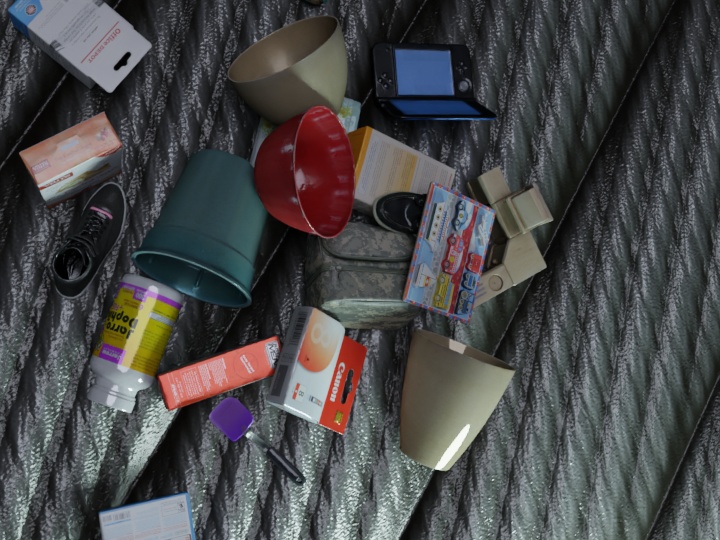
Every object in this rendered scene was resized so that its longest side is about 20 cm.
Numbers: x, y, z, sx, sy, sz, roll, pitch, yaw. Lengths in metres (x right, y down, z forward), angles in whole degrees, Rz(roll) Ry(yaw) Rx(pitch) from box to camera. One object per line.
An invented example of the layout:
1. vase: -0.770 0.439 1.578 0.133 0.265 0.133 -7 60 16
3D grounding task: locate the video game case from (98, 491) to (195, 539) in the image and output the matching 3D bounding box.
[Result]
1. video game case: -0.330 0.469 1.317 0.141 0.018 0.203 -9 86 -18

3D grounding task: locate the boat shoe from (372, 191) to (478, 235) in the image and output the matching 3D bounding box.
1. boat shoe: 0.116 -0.093 1.400 0.197 0.066 0.076 14 81 -30

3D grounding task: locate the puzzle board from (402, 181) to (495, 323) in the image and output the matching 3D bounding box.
1. puzzle board: 0.152 -0.027 1.379 0.149 0.017 0.203 20 81 -35

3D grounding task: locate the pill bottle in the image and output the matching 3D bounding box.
1. pill bottle: -0.359 0.115 1.303 0.103 0.104 0.203 21 78 -13

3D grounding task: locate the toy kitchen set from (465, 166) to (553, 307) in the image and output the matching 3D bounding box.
1. toy kitchen set: 0.224 -0.061 1.463 0.179 0.163 0.202 -27 91 -17

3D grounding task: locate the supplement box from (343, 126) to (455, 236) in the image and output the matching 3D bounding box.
1. supplement box: 0.059 -0.151 1.450 0.198 0.073 0.128 22 78 -27

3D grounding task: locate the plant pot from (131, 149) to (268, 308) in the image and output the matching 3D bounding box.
1. plant pot: -0.237 -0.072 1.324 0.198 0.200 0.199 22 70 -13

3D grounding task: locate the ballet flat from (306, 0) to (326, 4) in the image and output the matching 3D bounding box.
1. ballet flat: -0.075 -0.577 1.493 0.071 0.068 0.203 13 84 5

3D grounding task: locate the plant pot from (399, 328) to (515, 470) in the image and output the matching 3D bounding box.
1. plant pot: 0.142 0.227 1.413 0.185 0.187 0.203 21 92 -13

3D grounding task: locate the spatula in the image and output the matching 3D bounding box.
1. spatula: -0.164 0.291 1.383 0.200 0.021 0.057 44 87 -10

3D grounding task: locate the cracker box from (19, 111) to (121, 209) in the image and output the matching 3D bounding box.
1. cracker box: -0.435 -0.163 1.261 0.133 0.200 0.058 -31 93 -16

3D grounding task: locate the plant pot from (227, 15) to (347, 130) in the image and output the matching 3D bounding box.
1. plant pot: -0.100 -0.305 1.355 0.200 0.200 0.135 -39 125 -16

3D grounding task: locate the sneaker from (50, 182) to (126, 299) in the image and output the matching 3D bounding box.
1. sneaker: -0.424 -0.053 1.306 0.070 0.099 0.202 24 76 -10

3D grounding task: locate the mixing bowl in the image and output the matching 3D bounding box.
1. mixing bowl: -0.097 -0.150 1.298 0.107 0.199 0.204 -2 82 27

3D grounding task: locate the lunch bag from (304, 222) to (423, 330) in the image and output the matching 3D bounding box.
1. lunch bag: 0.000 0.000 1.411 0.197 0.140 0.170 3 66 -17

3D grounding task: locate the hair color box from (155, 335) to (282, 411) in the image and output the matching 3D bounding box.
1. hair color box: -0.226 0.164 1.338 0.197 0.101 0.062 -19 90 -17

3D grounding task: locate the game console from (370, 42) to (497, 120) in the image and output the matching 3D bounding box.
1. game console: 0.131 -0.341 1.491 0.197 0.118 0.174 -3 85 -17

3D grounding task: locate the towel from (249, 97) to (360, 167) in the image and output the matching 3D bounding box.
1. towel: -0.098 -0.223 1.448 0.169 0.048 0.203 15 80 -15

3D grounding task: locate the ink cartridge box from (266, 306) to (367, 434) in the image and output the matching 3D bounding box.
1. ink cartridge box: -0.054 0.170 1.359 0.199 0.050 0.164 33 67 -42

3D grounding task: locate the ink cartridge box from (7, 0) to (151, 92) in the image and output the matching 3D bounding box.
1. ink cartridge box: -0.452 -0.384 1.350 0.199 0.068 0.117 40 75 -8
